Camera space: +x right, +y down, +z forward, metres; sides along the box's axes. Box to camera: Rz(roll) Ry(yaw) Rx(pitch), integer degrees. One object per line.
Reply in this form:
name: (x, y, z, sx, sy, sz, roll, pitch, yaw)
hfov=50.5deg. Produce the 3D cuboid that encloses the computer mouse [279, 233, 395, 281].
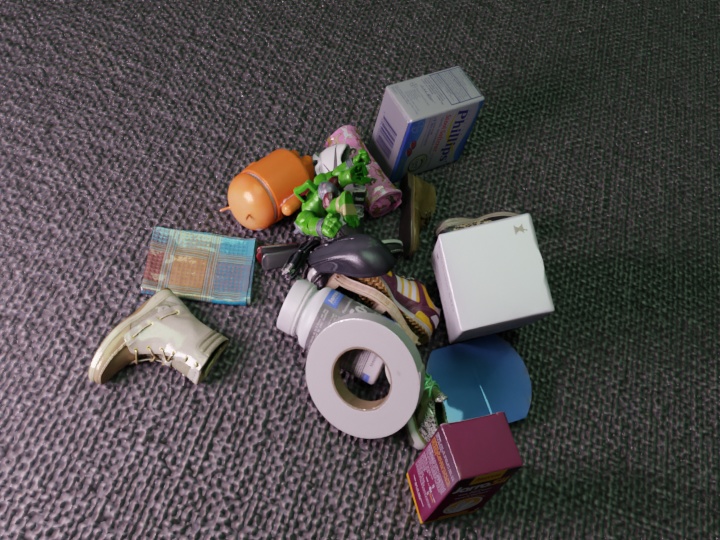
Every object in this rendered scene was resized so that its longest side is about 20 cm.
computer mouse: (-0.035, -0.030, 1.311, 0.195, 0.054, 0.139, 3, 29, 20)

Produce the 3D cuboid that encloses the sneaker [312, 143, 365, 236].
sneaker: (-0.020, -0.147, 1.468, 0.074, 0.087, 0.205, -22, 91, -64)

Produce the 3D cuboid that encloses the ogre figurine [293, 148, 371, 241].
ogre figurine: (-0.054, -0.132, 1.379, 0.097, 0.118, 0.205, 29, 59, -45)

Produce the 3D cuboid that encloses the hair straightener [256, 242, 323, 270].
hair straightener: (-0.091, -0.022, 1.423, 0.195, 0.042, 0.077, -2, 24, -22)

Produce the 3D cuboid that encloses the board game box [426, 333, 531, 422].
board game box: (0.206, 0.207, 1.353, 0.195, 0.039, 0.161, -12, 66, -19)

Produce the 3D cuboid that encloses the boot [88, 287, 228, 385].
boot: (-0.326, 0.139, 1.242, 0.153, 0.073, 0.200, 36, 54, 8)

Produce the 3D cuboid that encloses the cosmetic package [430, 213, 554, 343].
cosmetic package: (0.223, 0.020, 1.335, 0.162, 0.200, 0.172, -12, 79, -1)

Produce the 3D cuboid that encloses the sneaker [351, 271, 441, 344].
sneaker: (0.066, 0.039, 1.392, 0.200, 0.074, 0.091, 48, 47, -12)

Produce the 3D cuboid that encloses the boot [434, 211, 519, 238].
boot: (0.254, -0.036, 1.509, 0.194, 0.074, 0.154, -3, 55, -12)

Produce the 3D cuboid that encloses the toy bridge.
toy bridge: (0.030, 0.070, 1.349, 0.199, 0.067, 0.027, 39, 51, -8)

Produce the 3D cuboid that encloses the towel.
towel: (-0.288, -0.009, 1.383, 0.194, 0.022, 0.150, 8, 54, -9)

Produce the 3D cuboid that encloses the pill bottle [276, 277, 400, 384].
pill bottle: (-0.039, 0.101, 1.314, 0.196, 0.115, 0.115, 27, 53, 5)

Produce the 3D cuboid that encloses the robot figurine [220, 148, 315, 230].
robot figurine: (-0.173, -0.154, 1.456, 0.145, 0.117, 0.199, 49, 56, 3)

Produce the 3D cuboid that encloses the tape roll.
tape roll: (0.007, 0.170, 1.232, 0.200, 0.206, 0.037, 32, 21, 10)

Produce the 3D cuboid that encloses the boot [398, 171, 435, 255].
boot: (0.118, -0.111, 1.533, 0.074, 0.074, 0.204, 17, 51, -15)

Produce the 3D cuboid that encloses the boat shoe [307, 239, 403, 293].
boat shoe: (0.000, 0.000, 1.419, 0.196, 0.075, 0.061, -19, 61, -22)

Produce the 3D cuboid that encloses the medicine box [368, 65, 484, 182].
medicine box: (0.135, -0.305, 1.597, 0.196, 0.184, 0.104, -21, 63, -26)

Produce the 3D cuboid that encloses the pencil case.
pencil case: (0.006, -0.202, 1.557, 0.085, 0.083, 0.202, -27, 65, -9)

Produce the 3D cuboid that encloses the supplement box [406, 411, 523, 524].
supplement box: (0.154, 0.305, 1.167, 0.107, 0.202, 0.087, -7, 57, -19)

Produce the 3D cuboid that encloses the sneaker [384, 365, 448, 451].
sneaker: (0.107, 0.195, 1.253, 0.076, 0.087, 0.205, -28, 100, -47)
